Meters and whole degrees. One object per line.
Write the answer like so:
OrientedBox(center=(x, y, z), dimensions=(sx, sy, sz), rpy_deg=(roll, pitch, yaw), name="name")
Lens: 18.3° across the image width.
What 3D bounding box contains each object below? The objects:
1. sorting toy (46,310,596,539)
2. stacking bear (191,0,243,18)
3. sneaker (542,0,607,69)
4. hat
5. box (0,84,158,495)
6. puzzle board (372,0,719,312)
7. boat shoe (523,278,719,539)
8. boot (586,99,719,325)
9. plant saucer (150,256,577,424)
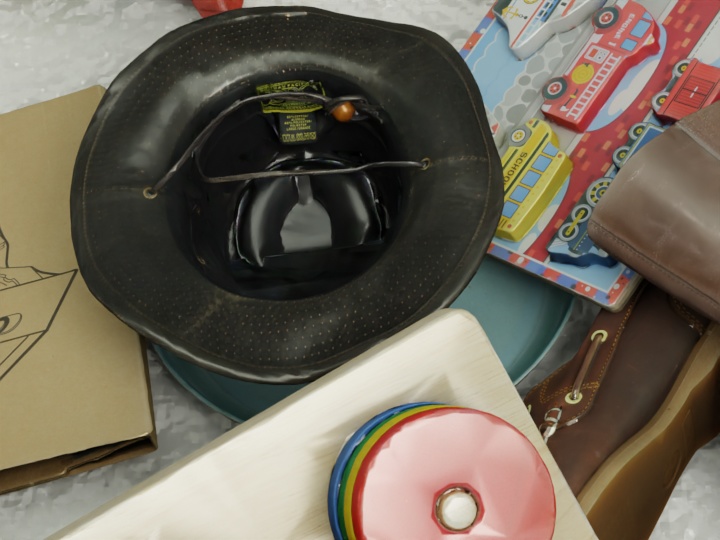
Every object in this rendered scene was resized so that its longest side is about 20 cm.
OrientedBox(center=(0.005, 0.146, 0.779), dimensions=(0.200, 0.070, 0.199), rpy_deg=(-30, 95, -11), name="sorting toy")
OrientedBox(center=(-0.164, -0.190, 1.120), dimensions=(0.200, 0.121, 0.114), rpy_deg=(-2, 54, 14), name="stacking bear")
OrientedBox(center=(0.154, -0.073, 1.018), dimensions=(0.146, 0.081, 0.200), rpy_deg=(-21, 59, 5), name="sneaker")
OrientedBox(center=(-0.029, -0.018, 0.952), dimensions=(0.200, 0.081, 0.201), rpy_deg=(-3, 52, 3), name="hat")
OrientedBox(center=(-0.177, 0.015, 0.999), dimensions=(0.163, 0.021, 0.200), rpy_deg=(-16, 52, 6), name="box")
OrientedBox(center=(0.106, -0.089, 0.979), dimensions=(0.151, 0.017, 0.200), rpy_deg=(25, 73, 38), name="puzzle board")
OrientedBox(center=(0.098, 0.070, 0.914), dimensions=(0.070, 0.070, 0.200), rpy_deg=(22, 51, 26), name="boat shoe")
OrientedBox(center=(0.212, -0.024, 0.871), dimensions=(0.186, 0.064, 0.200), rpy_deg=(-36, 55, -20), name="boot")
OrientedBox(center=(0.000, 0.000, 1.002), dimensions=(0.200, 0.027, 0.200), rpy_deg=(-3, 53, 4), name="plant saucer")
